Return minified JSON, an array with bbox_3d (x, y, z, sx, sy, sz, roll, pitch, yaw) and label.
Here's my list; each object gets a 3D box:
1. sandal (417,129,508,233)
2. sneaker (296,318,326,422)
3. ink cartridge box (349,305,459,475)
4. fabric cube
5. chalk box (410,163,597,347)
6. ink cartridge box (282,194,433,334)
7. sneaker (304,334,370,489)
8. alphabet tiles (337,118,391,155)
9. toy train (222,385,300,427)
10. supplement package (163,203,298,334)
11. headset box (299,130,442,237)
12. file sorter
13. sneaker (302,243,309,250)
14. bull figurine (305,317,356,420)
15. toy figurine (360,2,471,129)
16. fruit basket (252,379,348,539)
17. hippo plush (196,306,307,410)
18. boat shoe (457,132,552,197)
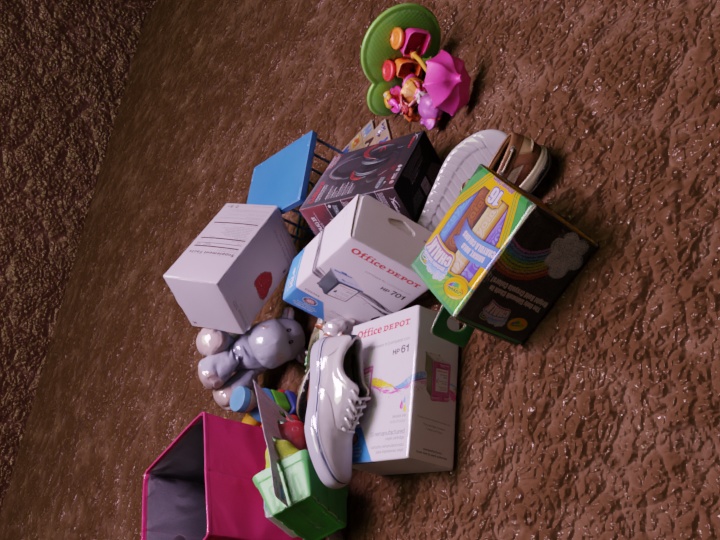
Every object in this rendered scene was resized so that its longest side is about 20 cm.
[{"bbox_3d":[0.143,-0.116,1.000,0.203,0.082,0.050,-54,-8,22],"label":"sandal"},{"bbox_3d":[-0.061,0.149,1.126,0.089,0.077,0.200,-21,46,59],"label":"sneaker"},{"bbox_3d":[0.052,0.161,0.934,0.144,0.085,0.201,-23,52,47],"label":"ink cartridge box"},{"bbox_3d":[-0.196,0.365,1.058,0.196,0.199,0.200,-45,39,29],"label":"fabric cube"},{"bbox_3d":[0.156,0.000,0.848,0.200,0.125,0.124,-55,35,15],"label":"chalk box"},{"bbox_3d":[0.000,0.000,1.015,0.200,0.146,0.086,-40,29,48],"label":"ink cartridge box"},{"bbox_3d":[-0.025,0.173,0.897,0.071,0.073,0.201,-22,60,31],"label":"sneaker"},{"bbox_3d":[-0.010,-0.184,1.300,0.200,0.006,0.167,-41,41,34],"label":"alphabet tiles"},{"bbox_3d":[-0.196,0.283,1.180,0.200,0.116,0.085,-57,34,15],"label":"toy train"},{"bbox_3d":[-0.216,-0.007,1.206,0.119,0.121,0.200,6,46,29],"label":"supplement package"},{"bbox_3d":[0.009,-0.126,1.090,0.200,0.075,0.149,-9,38,37],"label":"headset box"},{"bbox_3d":[-0.109,-0.140,1.298,0.200,0.122,0.139,-20,55,49],"label":"file sorter"},{"bbox_3d":[-0.012,-0.055,1.177,0.200,0.073,0.112,9,73,49],"label":"sneaker"},{"bbox_3d":[-0.035,0.169,1.008,0.065,0.121,0.200,-7,52,26],"label":"bull figurine"},{"bbox_3d":[0.098,-0.299,1.130,0.184,0.150,0.200,57,140,42],"label":"toy figurine"},{"bbox_3d":[-0.095,0.276,0.991,0.094,0.185,0.200,-34,41,1],"label":"fruit basket"},{"bbox_3d":[-0.170,0.156,1.228,0.160,0.200,0.160,-16,84,22],"label":"hippo plush"},{"bbox_3d":[0.164,-0.094,0.925,0.200,0.074,0.076,-54,16,13],"label":"boat shoe"}]
